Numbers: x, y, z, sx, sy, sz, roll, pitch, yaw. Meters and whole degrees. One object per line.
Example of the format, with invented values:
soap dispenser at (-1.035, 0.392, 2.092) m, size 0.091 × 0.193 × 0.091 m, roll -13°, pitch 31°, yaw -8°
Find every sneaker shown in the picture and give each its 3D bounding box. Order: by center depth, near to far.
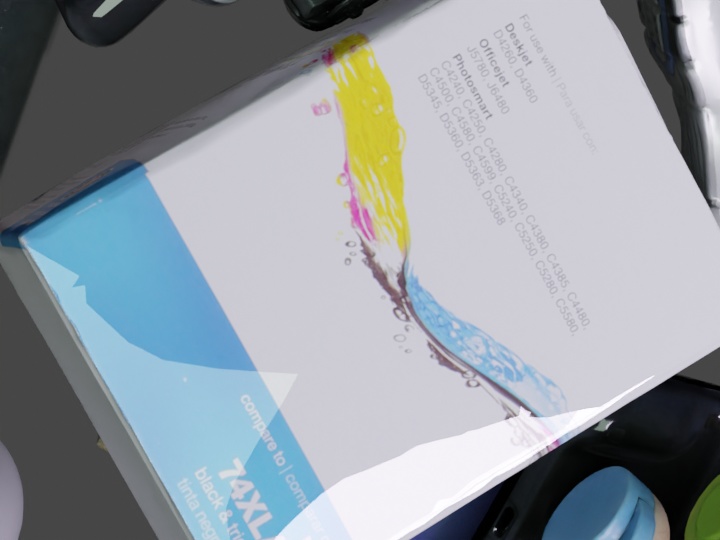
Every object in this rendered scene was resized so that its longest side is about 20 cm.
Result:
sneaker at (0.154, -0.044, 0.966) m, size 0.087 × 0.075 × 0.201 m, roll -11°, pitch 107°, yaw -5°

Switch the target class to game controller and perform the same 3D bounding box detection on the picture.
game controller at (0.078, 0.125, 1.006) m, size 0.104 × 0.042 × 0.201 m, roll 19°, pitch 111°, yaw -24°

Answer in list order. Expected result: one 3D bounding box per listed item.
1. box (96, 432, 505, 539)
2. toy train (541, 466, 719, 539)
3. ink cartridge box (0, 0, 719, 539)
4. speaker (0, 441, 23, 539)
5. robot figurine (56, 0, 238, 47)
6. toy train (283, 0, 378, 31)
box at (0.016, 0.073, 1.012) m, size 0.200 × 0.032 × 0.121 m, roll 36°, pitch 101°, yaw -12°
toy train at (0.158, 0.105, 0.894) m, size 0.116 × 0.200 × 0.085 m, roll 40°, pitch 60°, yaw -22°
ink cartridge box at (0.000, 0.000, 0.900) m, size 0.199 × 0.147 × 0.147 m, roll -31°, pitch 97°, yaw -10°
speaker at (-0.164, 0.106, 0.927) m, size 0.081 × 0.200 × 0.082 m, roll 0°, pitch 100°, yaw -1°
robot figurine at (-0.045, -0.171, 0.896) m, size 0.200 × 0.150 × 0.125 m, roll -44°, pitch 75°, yaw 10°
toy train at (0.058, -0.135, 0.922) m, size 0.199 × 0.046 × 0.034 m, roll -30°, pitch 85°, yaw -17°
